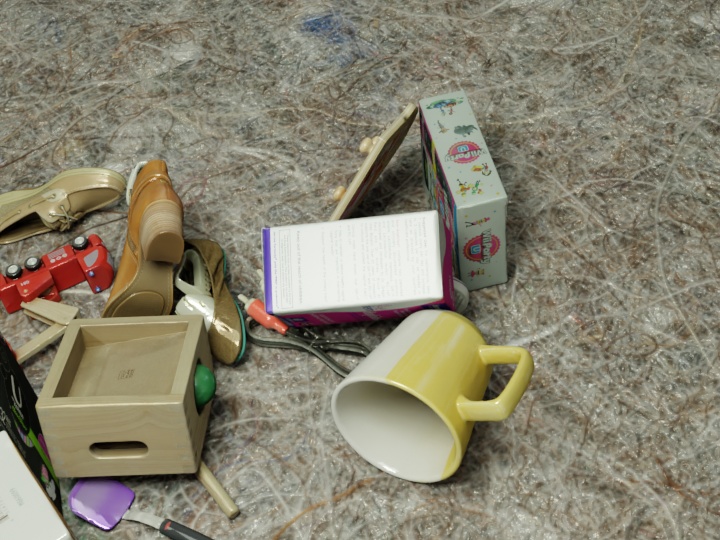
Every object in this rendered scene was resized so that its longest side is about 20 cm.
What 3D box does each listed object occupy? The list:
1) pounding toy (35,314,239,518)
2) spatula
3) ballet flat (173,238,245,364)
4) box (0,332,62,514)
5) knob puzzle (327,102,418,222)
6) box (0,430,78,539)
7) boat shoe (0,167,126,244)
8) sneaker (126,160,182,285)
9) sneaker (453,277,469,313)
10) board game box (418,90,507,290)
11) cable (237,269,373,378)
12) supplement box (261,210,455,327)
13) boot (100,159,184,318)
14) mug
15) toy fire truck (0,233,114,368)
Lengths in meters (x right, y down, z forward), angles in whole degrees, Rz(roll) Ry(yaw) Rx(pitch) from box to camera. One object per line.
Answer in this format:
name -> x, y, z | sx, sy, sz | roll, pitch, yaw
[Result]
pounding toy -> -0.230, 0.160, 1.281 | 0.199, 0.142, 0.184 | -2, 34, 4
spatula -> -0.223, 0.268, 1.239 | 0.200, 0.021, 0.057 | 18, 52, 22
ballet flat -> -0.191, 0.030, 1.406 | 0.072, 0.068, 0.200 | 21, 36, -33
box -> -0.409, 0.176, 1.231 | 0.124, 0.200, 0.149 | -17, 48, -5
knob puzzle -> 0.011, -0.136, 1.459 | 0.030, 0.220, 0.220 | 34, 58, 3
box -> -0.324, 0.283, 1.122 | 0.106, 0.200, 0.152 | -33, 52, -18
boat shoe -> -0.400, -0.081, 1.546 | 0.200, 0.071, 0.065 | -16, 58, 17
sneaker -> -0.275, -0.061, 1.508 | 0.073, 0.071, 0.200 | -16, 48, -6
sneaker -> 0.043, -0.009, 1.413 | 0.200, 0.073, 0.114 | 9, 48, 17
board game box -> 0.125, -0.098, 1.426 | 0.064, 0.148, 0.200 | -13, 47, -4
cable -> -0.068, 0.074, 1.368 | 0.097, 0.050, 0.200 | -43, 56, -11
supplement box -> 0.000, 0.000, 1.305 | 0.199, 0.101, 0.104 | -7, 77, 12
boot -> -0.269, -0.024, 1.414 | 0.077, 0.200, 0.155 | 8, 37, -23
mug -> 0.085, 0.128, 1.245 | 0.186, 0.150, 0.153 | 20, 46, 18
toy fire truck -> -0.391, 0.044, 1.448 | 0.200, 0.049, 0.141 | -25, 50, -14
